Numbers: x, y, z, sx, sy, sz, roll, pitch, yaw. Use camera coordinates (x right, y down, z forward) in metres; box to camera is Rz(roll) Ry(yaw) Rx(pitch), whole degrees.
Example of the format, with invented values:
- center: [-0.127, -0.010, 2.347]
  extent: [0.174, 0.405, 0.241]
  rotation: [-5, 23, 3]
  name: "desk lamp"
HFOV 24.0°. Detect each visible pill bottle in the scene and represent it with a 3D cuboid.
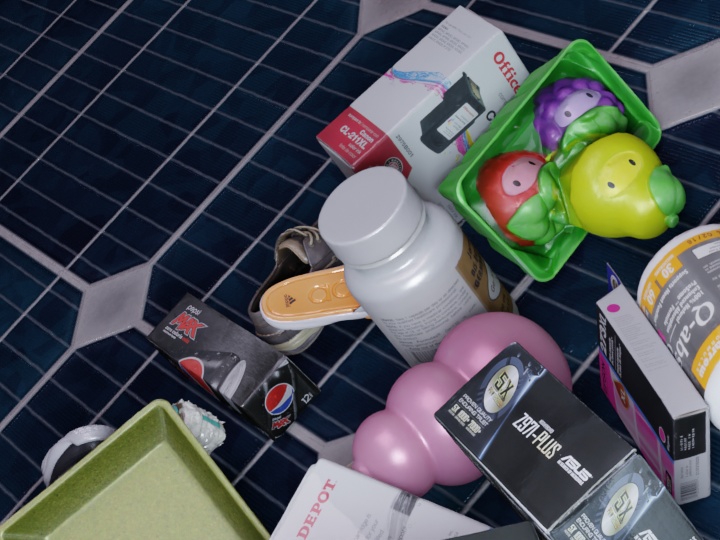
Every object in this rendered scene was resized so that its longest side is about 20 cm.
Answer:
- center: [0.050, 0.004, 1.517]
  extent: [0.114, 0.200, 0.114]
  rotation: [-22, 41, 21]
  name: "pill bottle"
- center: [0.304, 0.060, 1.318]
  extent: [0.116, 0.116, 0.200]
  rotation: [-34, 37, 7]
  name: "pill bottle"

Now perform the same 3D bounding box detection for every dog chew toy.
- center: [0.078, 0.121, 1.415]
  extent: [0.200, 0.125, 0.125]
  rotation: [-32, 34, -18]
  name: "dog chew toy"

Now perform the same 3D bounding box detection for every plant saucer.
- center: [-0.191, 0.252, 1.529]
  extent: [0.200, 0.048, 0.200]
  rotation: [-39, 79, 1]
  name: "plant saucer"

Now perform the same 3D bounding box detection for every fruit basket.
- center: [0.197, -0.094, 1.554]
  extent: [0.216, 0.156, 0.216]
  rotation: [-38, 21, 18]
  name: "fruit basket"

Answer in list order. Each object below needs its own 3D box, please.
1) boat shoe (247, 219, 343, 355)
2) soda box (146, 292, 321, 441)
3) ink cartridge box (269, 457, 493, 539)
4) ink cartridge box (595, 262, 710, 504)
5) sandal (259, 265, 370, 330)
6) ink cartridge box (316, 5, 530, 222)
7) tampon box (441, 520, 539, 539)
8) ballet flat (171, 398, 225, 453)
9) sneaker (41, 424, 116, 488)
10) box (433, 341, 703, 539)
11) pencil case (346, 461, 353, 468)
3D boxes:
- center: [-0.046, -0.009, 1.716]
  extent: [0.074, 0.073, 0.200]
  rotation: [3, 54, 41]
  name: "boat shoe"
- center: [-0.130, 0.094, 1.691]
  extent: [0.071, 0.063, 0.200]
  rotation: [-48, 38, -11]
  name: "soda box"
- center: [0.026, 0.255, 1.322]
  extent: [0.200, 0.084, 0.145]
  rotation: [20, 65, 22]
  name: "ink cartridge box"
- center: [0.227, 0.088, 1.369]
  extent: [0.037, 0.095, 0.200]
  rotation: [-14, 37, -6]
  name: "ink cartridge box"
- center: [0.001, 0.007, 1.628]
  extent: [0.207, 0.059, 0.079]
  rotation: [-15, 53, 0]
  name: "sandal"
- center: [0.080, -0.139, 1.681]
  extent: [0.200, 0.146, 0.083]
  rotation: [-43, 39, -4]
  name: "ink cartridge box"
- center: [0.036, 0.279, 1.140]
  extent: [0.200, 0.150, 0.126]
  rotation: [-9, 44, -10]
  name: "tampon box"
- center: [-0.194, 0.190, 1.636]
  extent: [0.200, 0.072, 0.072]
  rotation: [-39, 29, 43]
  name: "ballet flat"
- center: [-0.266, 0.244, 1.606]
  extent: [0.200, 0.075, 0.114]
  rotation: [-60, 38, 34]
  name: "sneaker"
- center: [0.167, 0.172, 1.249]
  extent: [0.086, 0.200, 0.164]
  rotation: [-42, 37, -3]
  name: "box"
- center: [-0.040, 0.259, 1.435]
  extent: [0.089, 0.078, 0.200]
  rotation: [33, 76, 28]
  name: "pencil case"
